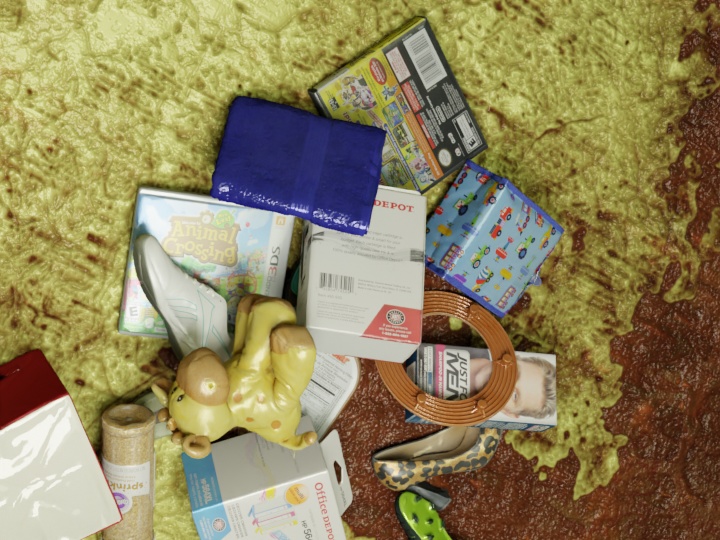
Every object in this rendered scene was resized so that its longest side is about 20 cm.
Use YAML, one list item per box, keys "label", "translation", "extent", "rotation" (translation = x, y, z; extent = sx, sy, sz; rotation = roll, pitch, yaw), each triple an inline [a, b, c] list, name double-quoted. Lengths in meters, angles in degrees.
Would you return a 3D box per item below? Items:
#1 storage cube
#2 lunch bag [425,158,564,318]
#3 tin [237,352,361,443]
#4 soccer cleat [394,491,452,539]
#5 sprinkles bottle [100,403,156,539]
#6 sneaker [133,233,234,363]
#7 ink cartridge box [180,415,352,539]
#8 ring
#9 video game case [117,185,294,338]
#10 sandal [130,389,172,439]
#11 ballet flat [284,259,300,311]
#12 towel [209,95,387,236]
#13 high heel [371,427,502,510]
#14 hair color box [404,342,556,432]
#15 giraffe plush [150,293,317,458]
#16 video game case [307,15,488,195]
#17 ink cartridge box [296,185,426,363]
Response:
- label: "storage cube"
  translation: [-0.395, 0.224, 1.544]
  extent: [0.170, 0.180, 0.202]
  rotation: [-25, 111, -17]
- label: "lunch bag"
  translation: [0.186, -0.028, 1.798]
  extent: [0.199, 0.094, 0.151]
  rotation: [33, 92, -40]
- label: "tin"
  translation: [-0.077, 0.170, 1.755]
  extent: [0.112, 0.042, 0.201]
  rotation: [36, 87, -31]
- label: "soccer cleat"
  translation: [0.092, 0.378, 1.854]
  extent: [0.200, 0.081, 0.068]
  rotation: [49, 37, -32]
- label: "sprinkles bottle"
  translation: [-0.286, 0.266, 1.649]
  extent: [0.068, 0.068, 0.202]
  rotation: [-6, 115, -23]
- label: "sneaker"
  translation: [-0.211, 0.035, 1.616]
  extent: [0.080, 0.070, 0.201]
  rotation: [-31, 117, -14]
- label: "ink cartridge box"
  translation: [-0.109, 0.284, 1.686]
  extent: [0.198, 0.125, 0.130]
  rotation: [-16, 120, -5]
- label: "ring"
  translation: [0.114, 0.111, 1.760]
  extent: [0.199, 0.202, 0.019]
  rotation: [-10, 151, -22]
- label: "video game case"
  translation: [-0.189, -0.001, 1.656]
  extent: [0.198, 0.022, 0.184]
  rotation: [7, 100, -18]
- label: "sandal"
  translation: [-0.196, 0.163, 1.686]
  extent: [0.200, 0.057, 0.080]
  rotation: [-28, 113, -17]
- label: "ballet flat"
  translation: [-0.070, 0.050, 1.702]
  extent: [0.067, 0.069, 0.201]
  rotation: [23, 64, 0]
- label: "towel"
  translation: [-0.074, -0.125, 1.622]
  extent: [0.198, 0.050, 0.149]
  rotation: [14, 63, -5]
- label: "high heel"
  translation: [0.111, 0.226, 1.832]
  extent: [0.142, 0.071, 0.201]
  rotation: [31, 96, -31]
- label: "hair color box"
  translation: [0.162, 0.158, 1.805]
  extent: [0.198, 0.061, 0.101]
  rotation: [5, 73, -14]
- label: "giraffe plush"
  translation: [-0.153, 0.136, 1.552]
  extent: [0.161, 0.172, 0.202]
  rotation: [-8, 99, -25]
- label: "video game case"
  translation: [0.052, -0.194, 1.729]
  extent: [0.180, 0.025, 0.201]
  rotation: [-36, 115, -13]
- label: "ink cartridge box"
  translation: [0.000, 0.000, 1.657]
  extent: [0.145, 0.083, 0.202]
  rotation: [9, 66, -12]
